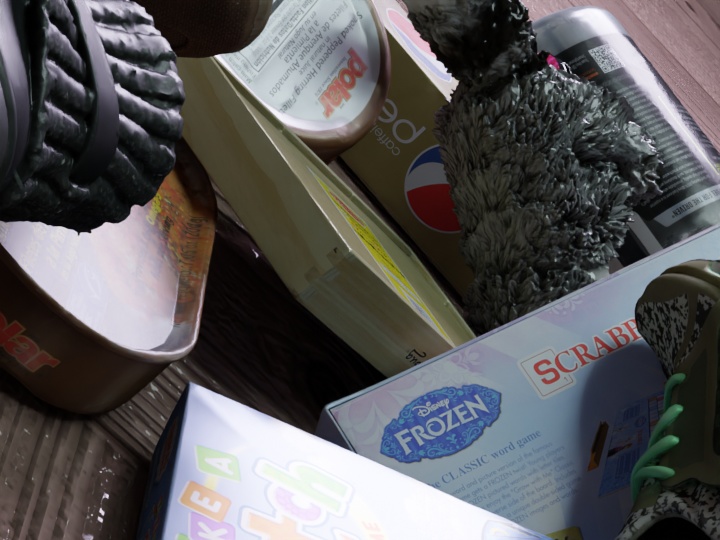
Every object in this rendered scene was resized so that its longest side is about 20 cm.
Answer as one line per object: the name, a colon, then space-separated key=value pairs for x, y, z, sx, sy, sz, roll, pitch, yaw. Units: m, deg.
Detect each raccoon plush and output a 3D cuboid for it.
raccoon plush: x=0.053 y=-0.030 z=0.928 sx=0.200 sy=0.096 sz=0.135 roll=39 pitch=53 yaw=-29

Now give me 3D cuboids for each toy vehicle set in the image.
toy vehicle set: x=0.000 y=0.000 z=0.828 sx=0.125 sy=0.026 sz=0.200 roll=54 pitch=7 yaw=36

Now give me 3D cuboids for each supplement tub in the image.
supplement tub: x=0.149 y=-0.043 z=1.186 sx=0.201 sy=0.122 sz=0.122 roll=56 pitch=19 yaw=20

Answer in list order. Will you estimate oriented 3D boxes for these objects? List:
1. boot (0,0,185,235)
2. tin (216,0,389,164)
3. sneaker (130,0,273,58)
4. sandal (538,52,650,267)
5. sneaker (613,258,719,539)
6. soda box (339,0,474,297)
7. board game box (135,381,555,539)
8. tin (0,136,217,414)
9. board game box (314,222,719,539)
boot: x=-0.120 y=-0.108 z=0.559 sx=0.158 sy=0.079 sz=0.213 roll=-26 pitch=104 yaw=-74
tin: x=-0.068 y=-0.130 z=0.899 sx=0.200 sy=0.042 sz=0.112 roll=47 pitch=53 yaw=-13
sneaker: x=-0.129 y=-0.111 z=0.701 sx=0.199 sy=0.071 sz=0.076 roll=23 pitch=41 yaw=10
sandal: x=0.105 y=-0.076 z=1.073 sx=0.075 sy=0.045 sz=0.200 roll=40 pitch=11 yaw=-50
sneaker: x=0.117 y=0.065 z=0.682 sx=0.200 sy=0.088 sz=0.077 roll=-115 pitch=-171 yaw=-57
soda box: x=0.030 y=-0.069 z=1.053 sx=0.200 sy=0.064 sz=0.068 roll=50 pitch=16 yaw=-2
board game box: x=0.026 y=0.120 z=0.614 sx=0.199 sy=0.037 sz=0.152 roll=23 pitch=24 yaw=-10
tin: x=-0.103 y=-0.026 z=0.701 sx=0.112 sy=0.042 sz=0.200 roll=48 pitch=17 yaw=-19
board game box: x=0.115 y=0.099 z=0.756 sx=0.199 sy=0.041 sz=0.200 roll=-22 pitch=66 yaw=-24
